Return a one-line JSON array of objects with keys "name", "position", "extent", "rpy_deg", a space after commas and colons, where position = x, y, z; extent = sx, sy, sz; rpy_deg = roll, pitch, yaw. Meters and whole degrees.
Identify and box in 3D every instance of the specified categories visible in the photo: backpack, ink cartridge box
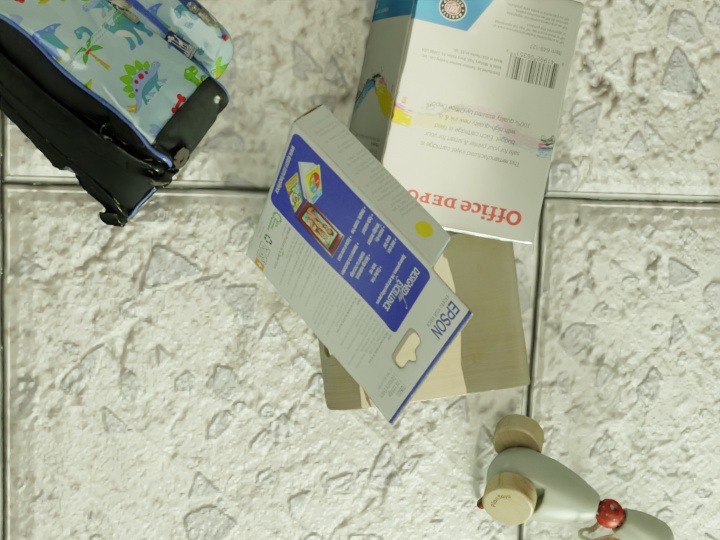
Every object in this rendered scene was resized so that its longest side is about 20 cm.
[{"name": "backpack", "position": [-0.208, -0.162, 0.903], "extent": [0.199, 0.183, 0.148], "rpy_deg": [39, 66, -13]}, {"name": "ink cartridge box", "position": [0.000, 0.000, 0.936], "extent": [0.200, 0.198, 0.047], "rpy_deg": [46, 56, 11]}, {"name": "ink cartridge box", "position": [0.078, -0.140, 0.990], "extent": [0.145, 0.145, 0.204], "rpy_deg": [11, 97, -15]}]

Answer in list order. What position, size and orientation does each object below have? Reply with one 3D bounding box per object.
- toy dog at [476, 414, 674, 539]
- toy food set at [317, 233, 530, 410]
[{"name": "toy dog", "position": [0.187, 0.232, 1.104], "extent": [0.200, 0.097, 0.131], "rpy_deg": [44, 46, 11]}, {"name": "toy food set", "position": [0.057, 0.043, 1.069], "extent": [0.196, 0.060, 0.146], "rpy_deg": [-7, 90, -14]}]
